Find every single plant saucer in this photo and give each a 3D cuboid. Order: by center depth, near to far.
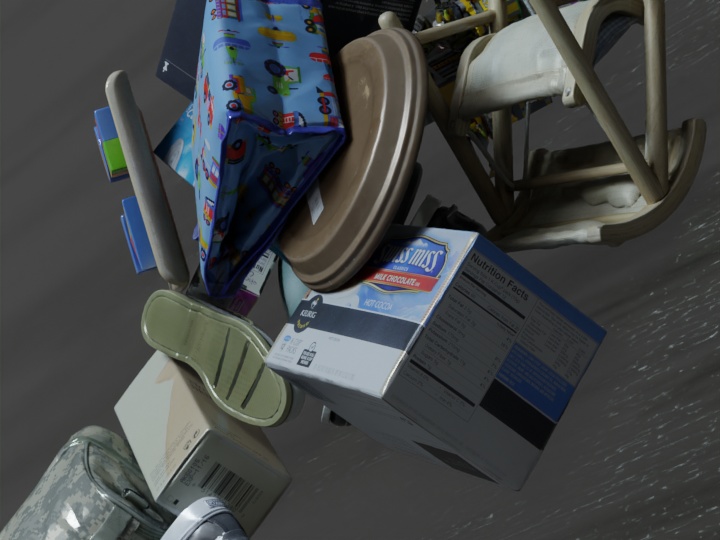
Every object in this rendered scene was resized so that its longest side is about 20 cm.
[{"bbox_3d":[-0.012,-0.084,1.414,0.200,0.029,0.201,-45,35,46],"label":"plant saucer"},{"bbox_3d":[-0.030,-0.048,1.692,0.202,0.039,0.201,-63,6,11],"label":"plant saucer"}]

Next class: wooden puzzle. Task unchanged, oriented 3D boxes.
[{"bbox_3d":[-0.194,-0.069,1.701,0.046,0.186,0.200,-17,-1,-4],"label":"wooden puzzle"}]

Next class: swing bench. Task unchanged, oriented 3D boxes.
[{"bbox_3d":[0.136,-0.117,1.413,0.129,0.201,0.199,-20,8,-31],"label":"swing bench"}]

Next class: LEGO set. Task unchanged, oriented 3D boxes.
[{"bbox_3d":[0.066,-0.179,1.617,0.115,0.154,0.200,-28,37,-6],"label":"LEGO set"}]

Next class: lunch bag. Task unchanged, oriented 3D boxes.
[{"bbox_3d":[-0.093,-0.089,1.471,0.151,0.094,0.200,-100,27,-42],"label":"lunch bag"},{"bbox_3d":[-0.237,0.248,1.619,0.200,0.139,0.168,-52,3,5],"label":"lunch bag"}]

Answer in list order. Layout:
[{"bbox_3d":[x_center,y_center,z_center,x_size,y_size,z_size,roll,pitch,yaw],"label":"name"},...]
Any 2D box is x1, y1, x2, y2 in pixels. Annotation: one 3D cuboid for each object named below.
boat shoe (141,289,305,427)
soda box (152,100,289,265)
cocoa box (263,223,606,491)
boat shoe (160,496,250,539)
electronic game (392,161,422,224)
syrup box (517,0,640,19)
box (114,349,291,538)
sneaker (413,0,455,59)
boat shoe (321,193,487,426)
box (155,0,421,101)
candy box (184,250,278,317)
[{"bbox_3d":[-0.103,0.071,1.655,0.200,0.068,0.075,36,107,43],"label":"boat shoe"},{"bbox_3d":[-0.088,-0.069,1.601,0.064,0.068,0.200,-52,41,-1],"label":"soda box"},{"bbox_3d":[0.050,0.054,1.381,0.132,0.133,0.200,-59,24,-10],"label":"cocoa box"},{"bbox_3d":[-0.150,0.278,1.555,0.068,0.072,0.200,44,106,36],"label":"boat shoe"},{"bbox_3d":[0.000,0.000,1.599,0.201,0.041,0.200,-63,4,8],"label":"electronic game"},{"bbox_3d":[0.151,-0.241,1.612,0.081,0.079,0.200,-37,25,-2],"label":"syrup box"},{"bbox_3d":[-0.137,0.146,1.660,0.078,0.095,0.200,-53,26,5],"label":"box"},{"bbox_3d":[0.038,-0.191,1.771,0.200,0.082,0.077,-52,24,10],"label":"sneaker"},{"bbox_3d":[0.034,0.038,1.517,0.201,0.060,0.076,-63,-3,-8],"label":"boat shoe"},{"bbox_3d":[-0.058,-0.207,1.605,0.200,0.104,0.183,37,115,46],"label":"box"},{"bbox_3d":[-0.087,-0.056,1.740,0.201,0.061,0.136,-65,5,-19],"label":"candy box"}]
